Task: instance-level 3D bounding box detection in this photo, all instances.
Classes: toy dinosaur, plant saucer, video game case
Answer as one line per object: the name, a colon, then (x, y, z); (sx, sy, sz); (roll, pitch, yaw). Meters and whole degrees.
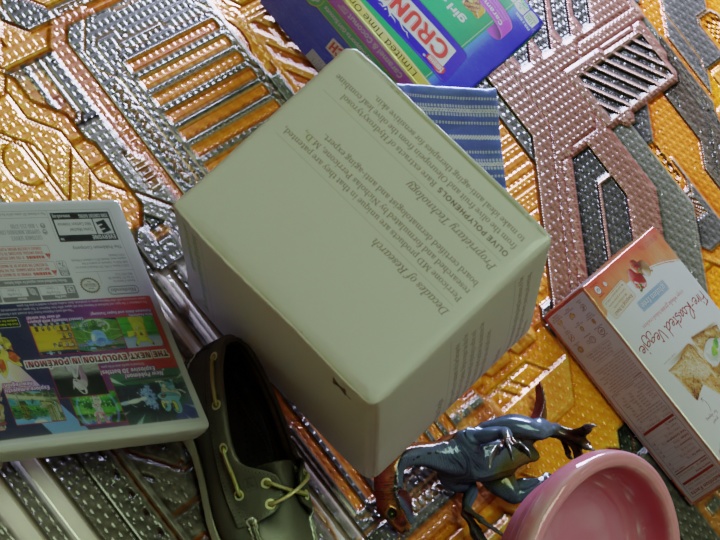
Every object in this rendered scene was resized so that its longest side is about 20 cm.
toy dinosaur: (0.083, 0.151, 1.768); (0.180, 0.106, 0.200); (9, 13, -20)
plant saucer: (0.157, 0.227, 1.707); (0.200, 0.051, 0.202); (-10, 104, -48)
video game case: (-0.210, 0.037, 1.552); (0.199, 0.023, 0.183); (-3, 61, -45)

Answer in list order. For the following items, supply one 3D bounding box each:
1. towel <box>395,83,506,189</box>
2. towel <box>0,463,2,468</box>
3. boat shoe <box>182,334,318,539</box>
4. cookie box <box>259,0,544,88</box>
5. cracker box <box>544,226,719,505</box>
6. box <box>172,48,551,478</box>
towel: (0.078, -0.048, 1.861); (0.144, 0.024, 0.202); (-2, 84, -51)
towel: (-0.269, 0.026, 1.548); (0.132, 0.034, 0.201); (27, 45, -26)
boat shoe: (-0.071, 0.142, 1.618); (0.072, 0.060, 0.203); (-6, 64, -43)
cookie box: (0.038, -0.215, 1.972); (0.171, 0.075, 0.200); (49, 42, -2)
cracker box: (0.261, 0.078, 1.965); (0.200, 0.058, 0.134); (52, 41, 1)
box: (0.000, 0.000, 1.619); (0.171, 0.199, 0.200); (-43, 76, -14)
